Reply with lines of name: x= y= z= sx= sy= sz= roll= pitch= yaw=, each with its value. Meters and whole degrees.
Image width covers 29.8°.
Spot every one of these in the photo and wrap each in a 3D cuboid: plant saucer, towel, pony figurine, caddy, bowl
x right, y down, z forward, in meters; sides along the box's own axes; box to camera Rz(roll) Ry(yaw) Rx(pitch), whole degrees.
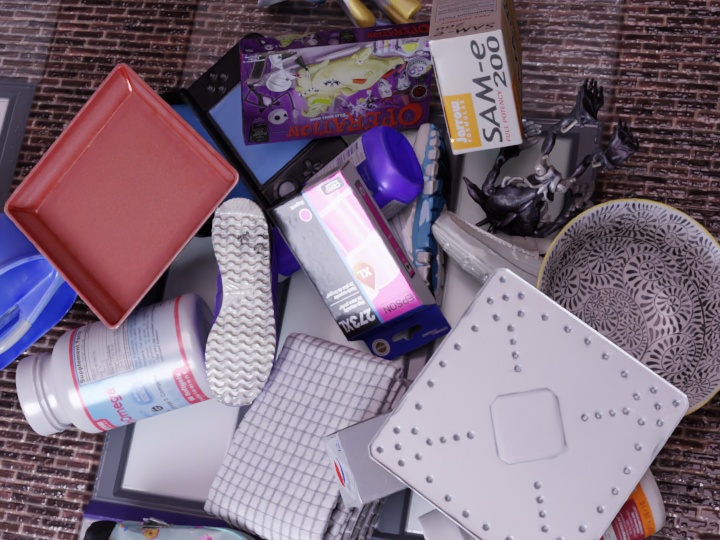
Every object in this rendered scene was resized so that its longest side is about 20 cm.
plant saucer: x=-0.237 y=-0.074 z=1.366 sx=0.199 sy=0.037 sz=0.200 roll=43 pitch=95 yaw=24
towel: x=-0.040 y=0.172 z=1.298 sx=0.164 sy=0.086 sz=0.202 roll=11 pitch=69 yaw=42
pony figurine: x=-0.023 y=-0.318 z=1.437 sx=0.166 sy=0.193 sz=0.200 roll=-44 pitch=87 yaw=0
caddy: x=-0.389 y=0.039 z=1.418 sx=0.200 sy=0.141 sz=0.105 roll=-40 pitch=64 yaw=-1
bowl: x=0.240 y=0.044 z=1.240 sx=0.198 sy=0.094 sz=0.204 roll=3 pitch=77 yaw=-12

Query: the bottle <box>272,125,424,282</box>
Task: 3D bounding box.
bottle: x=-0.026 y=-0.060 z=1.367 sx=0.199 sy=0.065 sz=0.084 roll=-38 pitch=53 yaw=28

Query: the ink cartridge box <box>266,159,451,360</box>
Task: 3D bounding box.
ink cartridge box: x=0.000 y=0.000 z=1.320 sx=0.094 sy=0.037 sz=0.201 roll=-26 pitch=105 yaw=27

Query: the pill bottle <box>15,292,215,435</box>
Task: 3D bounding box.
pill bottle: x=-0.243 y=0.101 z=1.378 sx=0.198 sy=0.109 sz=0.110 roll=-17 pitch=69 yaw=8

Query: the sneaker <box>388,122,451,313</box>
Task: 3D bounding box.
sneaker: x=0.043 y=-0.057 z=1.381 sx=0.086 sy=0.075 sz=0.203 roll=2 pitch=72 yaw=20

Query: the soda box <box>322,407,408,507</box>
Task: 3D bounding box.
soda box: x=0.071 y=0.144 z=1.205 sx=0.198 sy=0.063 sz=0.069 roll=-19 pitch=84 yaw=-17

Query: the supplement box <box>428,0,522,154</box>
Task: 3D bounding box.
supplement box: x=0.118 y=-0.225 z=1.340 sx=0.073 sy=0.127 sz=0.201 roll=-8 pitch=37 yaw=12

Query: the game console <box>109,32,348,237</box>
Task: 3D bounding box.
game console: x=-0.140 y=-0.149 z=1.428 sx=0.175 sy=0.116 sz=0.201 roll=-40 pitch=68 yaw=8

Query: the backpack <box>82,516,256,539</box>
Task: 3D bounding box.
backpack: x=-0.172 y=0.314 z=1.281 sx=0.197 sy=0.127 sz=0.169 roll=-1 pitch=68 yaw=10

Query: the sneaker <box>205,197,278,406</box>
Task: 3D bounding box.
sneaker: x=-0.110 y=0.033 z=1.343 sx=0.069 sy=0.100 sz=0.203 roll=3 pitch=89 yaw=4

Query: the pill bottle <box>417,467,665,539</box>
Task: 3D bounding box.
pill bottle: x=0.157 y=0.216 z=1.184 sx=0.198 sy=0.110 sz=0.110 roll=-25 pitch=68 yaw=-2

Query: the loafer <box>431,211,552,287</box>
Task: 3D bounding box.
loafer: x=0.162 y=-0.004 z=1.322 sx=0.199 sy=0.070 sz=0.070 roll=33 pitch=82 yaw=2

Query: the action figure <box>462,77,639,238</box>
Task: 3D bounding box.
action figure: x=0.185 y=-0.094 z=1.341 sx=0.119 sy=0.102 sz=0.200 roll=46 pitch=129 yaw=-4

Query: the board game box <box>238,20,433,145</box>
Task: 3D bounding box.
board game box: x=-0.024 y=-0.190 z=1.383 sx=0.197 sy=0.121 sz=0.033 roll=-8 pitch=51 yaw=-9

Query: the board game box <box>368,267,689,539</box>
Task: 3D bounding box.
board game box: x=0.140 y=0.133 z=1.137 sx=0.199 sy=0.026 sz=0.201 roll=35 pitch=80 yaw=12
